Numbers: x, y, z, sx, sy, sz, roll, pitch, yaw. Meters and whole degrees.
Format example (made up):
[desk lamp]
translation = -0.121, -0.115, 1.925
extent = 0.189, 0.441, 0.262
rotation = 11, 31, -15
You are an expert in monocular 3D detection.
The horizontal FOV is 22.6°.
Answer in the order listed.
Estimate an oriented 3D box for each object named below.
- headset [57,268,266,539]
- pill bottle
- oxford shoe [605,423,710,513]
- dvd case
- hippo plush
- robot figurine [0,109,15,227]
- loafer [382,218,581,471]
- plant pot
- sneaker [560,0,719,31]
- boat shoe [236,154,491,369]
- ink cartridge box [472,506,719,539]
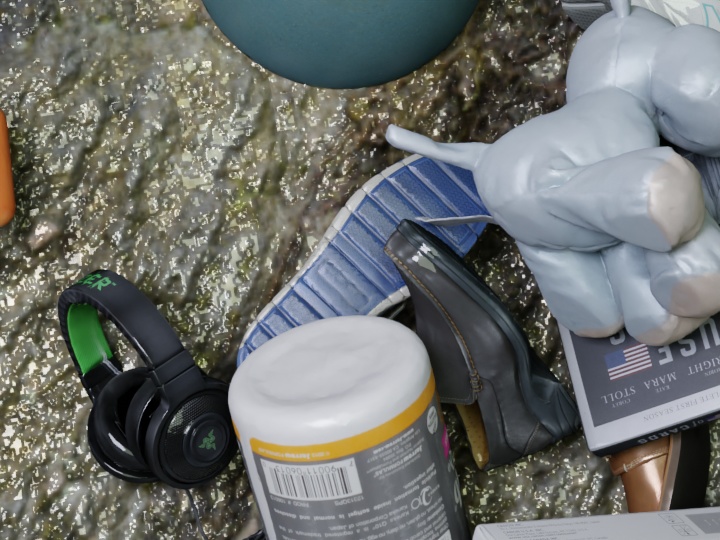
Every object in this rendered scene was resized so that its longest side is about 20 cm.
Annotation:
[headset]
translation = -0.104, 0.086, 1.063
extent = 0.094, 0.123, 0.201
rotation = -31, 102, -27
[pill bottle]
translation = 0.001, 0.137, 1.025
extent = 0.115, 0.117, 0.202
rotation = -17, 117, -7
[oxford shoe]
translation = 0.177, 0.107, 1.114
extent = 0.071, 0.071, 0.202
rotation = 3, 85, 26
[dvd case]
translation = 0.183, -0.006, 1.080
extent = 0.149, 0.025, 0.202
rotation = -21, 67, 22
[hippo plush]
translation = 0.153, -0.064, 1.039
extent = 0.199, 0.160, 0.161
rotation = 16, 59, 31
[robot figurine]
translation = -0.290, -0.060, 1.057
extent = 0.143, 0.116, 0.202
rotation = 5, 81, -45
[loafer]
translation = 0.062, 0.051, 1.056
extent = 0.072, 0.073, 0.200
rotation = -38, 127, 0
[plant pot]
translation = -0.007, -0.224, 1.090
extent = 0.198, 0.135, 0.202
rotation = 1, 83, -5
[sneaker]
translation = 0.224, -0.155, 1.137
extent = 0.199, 0.070, 0.081
rotation = 34, 72, -3
[boat shoe]
translation = 0.000, 0.000, 1.096
extent = 0.200, 0.072, 0.072
rotation = -42, 89, -7
[ink cartridge box]
translation = 0.142, 0.228, 1.049
extent = 0.198, 0.045, 0.178
rotation = 1, 112, -27
